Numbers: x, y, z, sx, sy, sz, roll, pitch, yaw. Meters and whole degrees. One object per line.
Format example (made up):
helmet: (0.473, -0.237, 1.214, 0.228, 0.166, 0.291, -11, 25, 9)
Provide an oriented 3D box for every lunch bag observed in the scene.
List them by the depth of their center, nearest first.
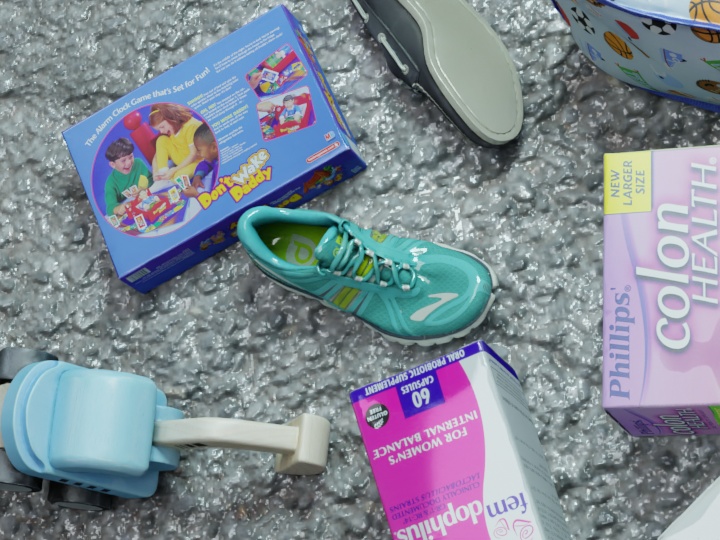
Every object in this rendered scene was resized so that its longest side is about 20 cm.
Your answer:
lunch bag: (0.219, -0.188, 1.449, 0.199, 0.170, 0.125, 13, 76, 23)

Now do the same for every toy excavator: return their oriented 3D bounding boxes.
toy excavator: (-0.148, 0.117, 1.522, 0.199, 0.194, 0.101, -9, 69, 47)

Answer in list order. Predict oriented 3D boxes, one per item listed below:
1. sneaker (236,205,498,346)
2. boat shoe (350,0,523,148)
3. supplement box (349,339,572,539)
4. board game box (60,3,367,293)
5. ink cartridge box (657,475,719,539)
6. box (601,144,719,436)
sneaker: (0.000, 0.000, 1.523, 0.199, 0.080, 0.078, 14, 79, 22)
boat shoe: (0.052, -0.164, 1.577, 0.201, 0.072, 0.063, 59, 141, 19)
supplement box: (0.078, 0.164, 1.435, 0.101, 0.103, 0.201, -22, 70, 11)
board game box: (-0.111, -0.091, 1.609, 0.199, 0.045, 0.135, -28, 67, 10)
ink cartridge box: (0.296, 0.180, 1.296, 0.145, 0.200, 0.147, -44, 65, 5)
box: (0.265, 0.012, 1.414, 0.199, 0.097, 0.177, -3, 74, 20)
